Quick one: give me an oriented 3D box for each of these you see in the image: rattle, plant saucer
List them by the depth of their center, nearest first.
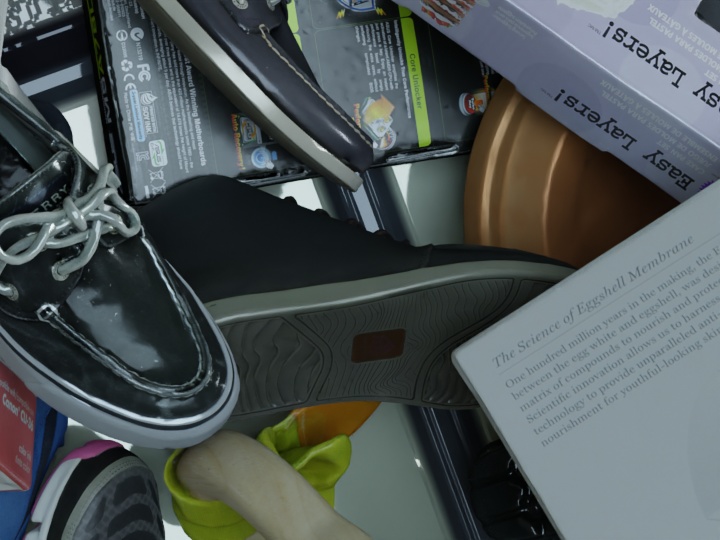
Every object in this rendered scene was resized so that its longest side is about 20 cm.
[{"bbox_3d":[0.022,0.108,0.979,0.143,0.200,0.130,-24,112,-28],"label":"rattle"},{"bbox_3d":[0.141,-0.028,1.067,0.200,0.037,0.200,-4,99,-25],"label":"plant saucer"}]

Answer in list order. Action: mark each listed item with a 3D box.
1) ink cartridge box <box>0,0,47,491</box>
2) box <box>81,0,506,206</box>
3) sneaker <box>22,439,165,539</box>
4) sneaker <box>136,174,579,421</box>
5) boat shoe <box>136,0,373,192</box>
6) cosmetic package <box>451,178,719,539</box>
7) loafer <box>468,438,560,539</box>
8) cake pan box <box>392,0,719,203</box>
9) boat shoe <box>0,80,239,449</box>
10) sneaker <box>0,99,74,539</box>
[{"bbox_3d":[-0.190,-0.013,0.959,0.116,0.068,0.200,-2,70,10],"label":"ink cartridge box"},{"bbox_3d":[-0.027,-0.140,1.047,0.193,0.048,0.200,-11,93,-16],"label":"box"},{"bbox_3d":[-0.090,0.171,0.999,0.074,0.087,0.200,-6,97,-55],"label":"sneaker"},{"bbox_3d":[0.000,0.000,1.000,0.200,0.106,0.075,-2,128,-21],"label":"sneaker"},{"bbox_3d":[-0.056,-0.118,0.980,0.063,0.073,0.200,-44,94,-5],"label":"boat shoe"},{"bbox_3d":[0.177,0.074,0.917,0.199,0.123,0.200,-32,60,4],"label":"cosmetic package"},{"bbox_3d":[0.146,0.078,1.045,0.200,0.070,0.068,-12,88,11],"label":"loafer"},{"bbox_3d":[0.135,-0.134,1.021,0.200,0.052,0.184,36,62,-2],"label":"cake pan box"},{"bbox_3d":[-0.118,-0.017,0.885,0.074,0.068,0.199,-39,86,-26],"label":"boat shoe"},{"bbox_3d":[-0.154,0.028,1.016,0.066,0.078,0.200,1,71,23],"label":"sneaker"}]
